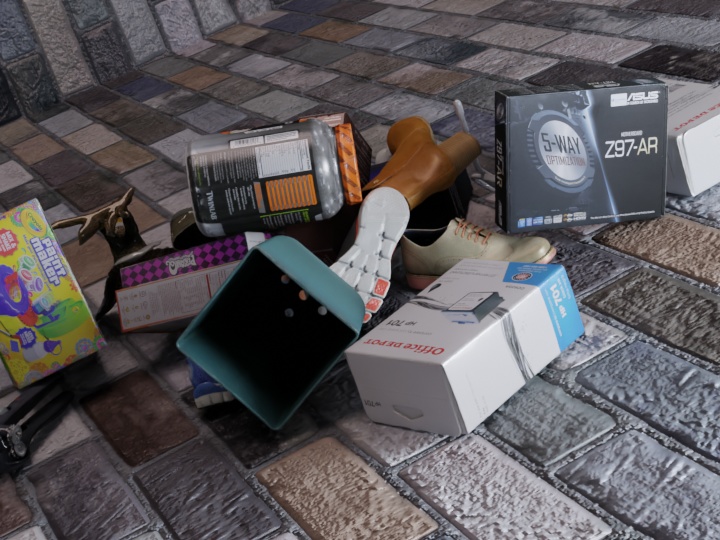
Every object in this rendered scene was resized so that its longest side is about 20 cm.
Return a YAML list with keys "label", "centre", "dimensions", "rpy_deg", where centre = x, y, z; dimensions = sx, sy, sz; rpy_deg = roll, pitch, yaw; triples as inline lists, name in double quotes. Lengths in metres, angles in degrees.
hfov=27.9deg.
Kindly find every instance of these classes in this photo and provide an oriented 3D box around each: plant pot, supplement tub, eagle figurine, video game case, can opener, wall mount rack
- label: "plant pot"
  centre: [-0.080, 0.048, 1.569]
  dimensions: [0.142, 0.141, 0.200]
  rpy_deg: [-50, 1, 16]
- label: "supplement tub"
  centre: [-0.102, -0.113, 1.728]
  dimensions: [0.198, 0.123, 0.123]
  rpy_deg: [-9, 21, 1]
- label: "eagle figurine"
  centre: [-0.311, -0.015, 1.950]
  dimensions: [0.151, 0.201, 0.151]
  rpy_deg: [3, 45, 18]
- label: "video game case"
  centre: [-0.177, -0.009, 1.866]
  dimensions: [0.199, 0.036, 0.181]
  rpy_deg: [-15, -7, 28]
- label: "can opener"
  centre: [-0.398, 0.175, 1.703]
  dimensions: [0.078, 0.064, 0.200]
  rpy_deg: [-10, 23, 26]
- label: "wall mount rack"
  centre: [0.198, -0.137, 1.797]
  dimensions: [0.200, 0.173, 0.075]
  rpy_deg: [16, 80, 57]

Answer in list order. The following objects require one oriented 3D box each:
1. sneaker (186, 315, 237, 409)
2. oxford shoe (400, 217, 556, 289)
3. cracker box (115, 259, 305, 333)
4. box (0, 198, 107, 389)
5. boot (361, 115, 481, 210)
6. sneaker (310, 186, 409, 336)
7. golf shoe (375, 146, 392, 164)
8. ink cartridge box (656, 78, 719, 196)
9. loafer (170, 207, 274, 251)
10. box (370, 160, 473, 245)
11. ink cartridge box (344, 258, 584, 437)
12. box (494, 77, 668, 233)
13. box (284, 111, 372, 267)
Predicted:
- label: "sneaker"
  centre: [-0.148, 0.080, 1.668]
  dimensions: [0.078, 0.090, 0.200]
  rpy_deg: [-13, 16, 16]
- label: "oxford shoe"
  centre: [0.131, -0.024, 1.695]
  dimensions: [0.199, 0.074, 0.071]
  rpy_deg: [-7, 24, 31]
- label: "cracker box"
  centre: [-0.184, 0.032, 1.798]
  dimensions: [0.199, 0.058, 0.134]
  rpy_deg: [-13, -7, 17]
- label: "box"
  centre: [-0.422, 0.031, 1.822]
  dimensions: [0.121, 0.201, 0.193]
  rpy_deg: [-26, 4, -16]
- label: "boot"
  centre: [0.047, -0.130, 1.838]
  dimensions: [0.144, 0.071, 0.201]
  rpy_deg: [-35, 24, -22]
- label: "sneaker"
  centre: [0.000, 0.000, 1.727]
  dimensions: [0.201, 0.077, 0.082]
  rpy_deg: [-61, 3, -19]
- label: "golf shoe"
  centre: [0.069, -0.168, 2.088]
  dimensions: [0.075, 0.092, 0.200]
  rpy_deg: [-27, 20, -15]
- label: "ink cartridge box"
  centre: [0.391, -0.168, 1.800]
  dimensions: [0.145, 0.085, 0.200]
  rpy_deg: [-28, 22, -20]
- label: "loafer"
  centre: [-0.193, -0.064, 2.115]
  dimensions: [0.199, 0.075, 0.070]
  rpy_deg: [-16, 32, 23]
- label: "box"
  centre: [0.041, -0.092, 1.946]
  dimensions: [0.199, 0.079, 0.141]
  rpy_deg: [-14, 19, 16]
- label: "ink cartridge box"
  centre: [0.106, 0.073, 1.467]
  dimensions: [0.146, 0.086, 0.200]
  rpy_deg: [4, 30, 47]
- label: "box"
  centre: [0.254, -0.133, 1.667]
  dimensions: [0.199, 0.161, 0.044]
  rpy_deg: [-6, 18, -13]
- label: "box"
  centre: [-0.040, -0.090, 1.836]
  dimensions: [0.074, 0.100, 0.201]
  rpy_deg: [-4, 64, 21]
